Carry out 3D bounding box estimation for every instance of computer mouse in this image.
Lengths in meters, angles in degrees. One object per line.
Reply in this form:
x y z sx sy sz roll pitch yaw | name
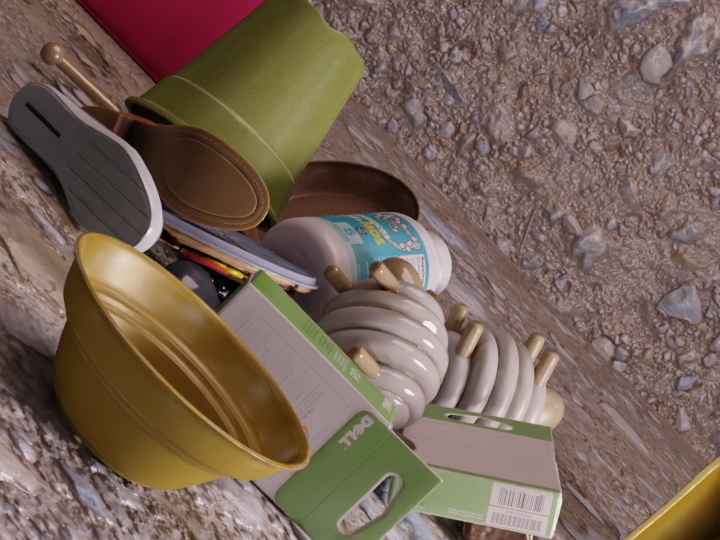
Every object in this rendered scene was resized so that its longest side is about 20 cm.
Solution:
-0.126 0.015 1.527 0.059 0.034 0.200 46 9 8 | computer mouse

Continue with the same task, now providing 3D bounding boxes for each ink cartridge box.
0.102 0.174 1.586 0.145 0.048 0.200 11 10 2 | ink cartridge box
-0.043 0.107 1.283 0.200 0.104 0.059 45 10 -3 | ink cartridge box

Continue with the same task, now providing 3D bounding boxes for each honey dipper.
-0.236 -0.148 1.728 0.200 0.038 0.038 42 10 -15 | honey dipper

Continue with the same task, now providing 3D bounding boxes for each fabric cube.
-0.204 -0.344 2.191 0.196 0.199 0.200 46 9 -2 | fabric cube

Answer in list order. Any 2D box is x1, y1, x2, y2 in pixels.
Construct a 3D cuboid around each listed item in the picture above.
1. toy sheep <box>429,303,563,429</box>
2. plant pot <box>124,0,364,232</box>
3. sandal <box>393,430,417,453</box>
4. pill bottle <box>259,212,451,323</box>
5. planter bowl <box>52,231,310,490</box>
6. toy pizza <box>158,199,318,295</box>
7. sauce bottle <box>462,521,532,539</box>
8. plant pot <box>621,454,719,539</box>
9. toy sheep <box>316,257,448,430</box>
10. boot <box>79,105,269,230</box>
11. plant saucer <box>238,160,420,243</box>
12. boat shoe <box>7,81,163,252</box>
0.112 0.113 1.748 0.200 0.138 0.138 22 17 -17 | toy sheep
-0.100 -0.173 1.778 0.200 0.190 0.200 39 -10 8 | plant pot
-0.030 0.100 1.456 0.200 0.054 0.080 34 10 -15 | sandal
0.000 0.000 1.715 0.200 0.111 0.111 -5 48 -49 | pill bottle
-0.130 0.075 1.103 0.200 0.083 0.200 45 10 -10 | planter bowl
-0.131 -0.021 1.563 0.200 0.032 0.200 26 3 -2 | toy pizza
0.130 0.223 1.662 0.066 0.066 0.200 45 11 -3 | sauce bottle
0.407 0.352 1.986 0.194 0.196 0.200 50 1 21 | plant pot
0.014 0.075 1.575 0.138 0.138 0.200 40 54 -33 | toy sheep
-0.156 -0.084 1.574 0.200 0.077 0.155 18 -2 13 | boot
-0.037 -0.052 1.879 0.200 0.200 0.037 -123 -153 -50 | plant saucer
-0.210 -0.084 1.449 0.200 0.074 0.067 51 13 30 | boat shoe
